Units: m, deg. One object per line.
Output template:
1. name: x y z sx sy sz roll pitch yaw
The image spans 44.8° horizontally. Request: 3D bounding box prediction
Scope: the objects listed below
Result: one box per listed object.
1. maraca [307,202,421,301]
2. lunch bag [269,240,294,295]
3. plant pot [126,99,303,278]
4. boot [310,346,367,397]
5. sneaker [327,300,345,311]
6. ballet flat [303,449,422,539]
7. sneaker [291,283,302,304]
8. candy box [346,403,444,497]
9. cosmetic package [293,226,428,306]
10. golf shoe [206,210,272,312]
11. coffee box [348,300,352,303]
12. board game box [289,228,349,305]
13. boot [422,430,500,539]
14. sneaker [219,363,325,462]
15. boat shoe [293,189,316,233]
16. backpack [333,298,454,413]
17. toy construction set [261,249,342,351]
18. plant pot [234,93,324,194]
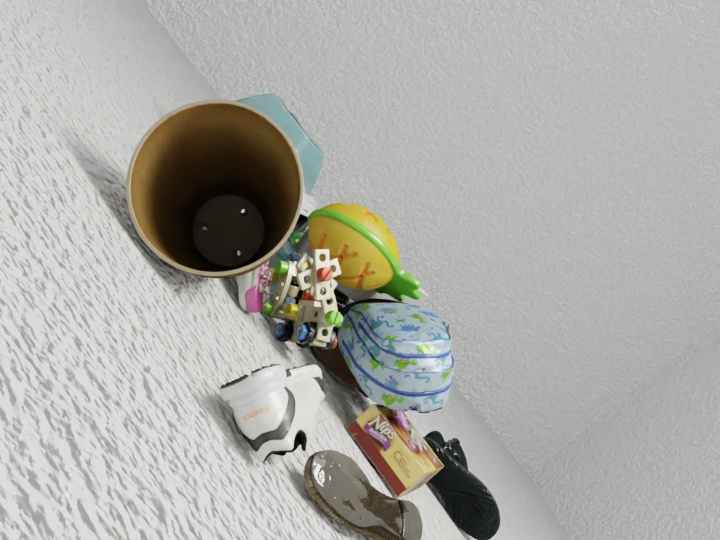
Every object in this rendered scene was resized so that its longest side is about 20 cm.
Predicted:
1. maraca: 0.006 -0.020 1.247 0.200 0.108 0.136 41 -20 -21
2. lunch bag: -0.162 -0.054 1.360 0.161 0.077 0.200 50 4 -23
3. plant pot: -0.156 -0.068 0.999 0.187 0.185 0.200 51 -10 7
4. boot: 0.001 0.164 1.395 0.198 0.071 0.146 34 -14 7
5. sneaker: 0.008 0.099 1.411 0.198 0.074 0.114 28 -21 -23
6. ballet flat: -0.002 0.236 0.879 0.200 0.046 0.068 40 41 -45
7. sneaker: -0.097 0.040 1.485 0.200 0.072 0.083 48 18 18
8. candy box: 0.054 0.254 1.246 0.117 0.056 0.200 51 5 16
9. cosmetic package: 0.000 0.000 1.367 0.199 0.085 0.108 39 3 -13
10. golf shoe: -0.164 -0.020 1.174 0.202 0.090 0.076 -96 -176 -46
11. coffee box: -0.040 0.078 1.579 0.201 0.079 0.113 54 3 27
12. board game box: -0.079 -0.017 1.489 0.103 0.024 0.201 21 24 -21
13. boot: 0.170 0.359 1.490 0.200 0.076 0.168 47 6 15
14. sneaker: -0.074 0.136 0.826 0.081 0.073 0.200 66 11 9
15. boat shoe: -0.111 -0.091 1.395 0.200 0.072 0.068 62 21 -77
16. backpack: 0.056 0.117 1.223 0.160 0.156 0.201 8 34 -15
17. toy construction set: -0.070 0.034 1.166 0.091 0.134 0.200 16 -9 -18
18. plant pot: -0.181 -0.200 1.585 0.197 0.199 0.196 52 3 17
